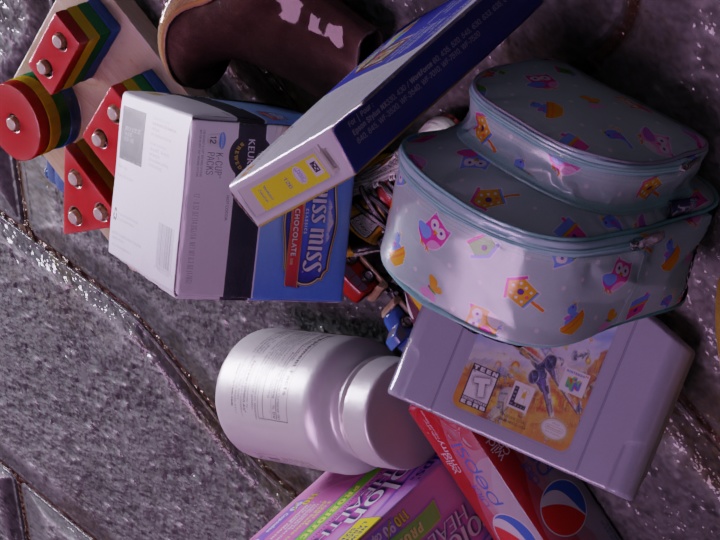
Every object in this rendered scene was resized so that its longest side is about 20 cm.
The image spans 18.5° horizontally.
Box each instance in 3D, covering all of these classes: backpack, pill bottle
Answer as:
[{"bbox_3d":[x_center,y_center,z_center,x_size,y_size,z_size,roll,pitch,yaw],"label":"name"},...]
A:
[{"bbox_3d":[0.115,-0.041,1.406,0.175,0.199,0.154,34,130,30],"label":"backpack"},{"bbox_3d":[-0.022,0.110,1.840,0.199,0.114,0.115,4,127,52],"label":"pill bottle"}]

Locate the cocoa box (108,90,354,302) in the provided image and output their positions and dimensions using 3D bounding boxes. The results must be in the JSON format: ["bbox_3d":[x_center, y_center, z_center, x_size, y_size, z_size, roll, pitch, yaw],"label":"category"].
[{"bbox_3d":[-0.098,-0.057,1.651,0.200,0.130,0.134,-155,70,-67],"label":"cocoa box"}]

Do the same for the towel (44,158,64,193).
[{"bbox_3d":[-0.201,-0.079,1.944,0.200,0.048,0.112,35,144,27],"label":"towel"}]

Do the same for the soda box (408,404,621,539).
[{"bbox_3d":[0.125,0.167,1.754,0.201,0.063,0.070,56,150,-9],"label":"soda box"}]

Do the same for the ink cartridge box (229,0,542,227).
[{"bbox_3d":[0.028,-0.121,1.438,0.047,0.198,0.200,53,151,-10],"label":"ink cartridge box"}]

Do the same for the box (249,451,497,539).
[{"bbox_3d":[0.020,0.221,1.842,0.097,0.176,0.200,57,150,-12],"label":"box"}]

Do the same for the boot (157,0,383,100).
[{"bbox_3d":[-0.069,-0.162,1.647,0.166,0.072,0.200,44,146,16],"label":"boot"}]

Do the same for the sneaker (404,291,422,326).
[{"bbox_3d":[0.106,0.039,1.631,0.199,0.075,0.091,17,137,42],"label":"sneaker"}]

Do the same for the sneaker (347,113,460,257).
[{"bbox_3d":[0.034,-0.050,1.621,0.078,0.082,0.200,53,149,-4],"label":"sneaker"}]

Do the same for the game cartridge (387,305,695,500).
[{"bbox_3d":[0.129,0.064,1.569,0.199,0.134,0.041,22,-175,23],"label":"game cartridge"}]

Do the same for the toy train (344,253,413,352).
[{"bbox_3d":[0.000,0.000,1.758,0.200,0.046,0.034,49,150,4],"label":"toy train"}]

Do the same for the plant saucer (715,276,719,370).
[{"bbox_3d":[0.314,0.119,1.462,0.199,0.048,0.201,22,139,39],"label":"plant saucer"}]

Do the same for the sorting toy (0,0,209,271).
[{"bbox_3d":[-0.223,-0.120,1.844,0.200,0.069,0.199,51,137,11],"label":"sorting toy"}]
